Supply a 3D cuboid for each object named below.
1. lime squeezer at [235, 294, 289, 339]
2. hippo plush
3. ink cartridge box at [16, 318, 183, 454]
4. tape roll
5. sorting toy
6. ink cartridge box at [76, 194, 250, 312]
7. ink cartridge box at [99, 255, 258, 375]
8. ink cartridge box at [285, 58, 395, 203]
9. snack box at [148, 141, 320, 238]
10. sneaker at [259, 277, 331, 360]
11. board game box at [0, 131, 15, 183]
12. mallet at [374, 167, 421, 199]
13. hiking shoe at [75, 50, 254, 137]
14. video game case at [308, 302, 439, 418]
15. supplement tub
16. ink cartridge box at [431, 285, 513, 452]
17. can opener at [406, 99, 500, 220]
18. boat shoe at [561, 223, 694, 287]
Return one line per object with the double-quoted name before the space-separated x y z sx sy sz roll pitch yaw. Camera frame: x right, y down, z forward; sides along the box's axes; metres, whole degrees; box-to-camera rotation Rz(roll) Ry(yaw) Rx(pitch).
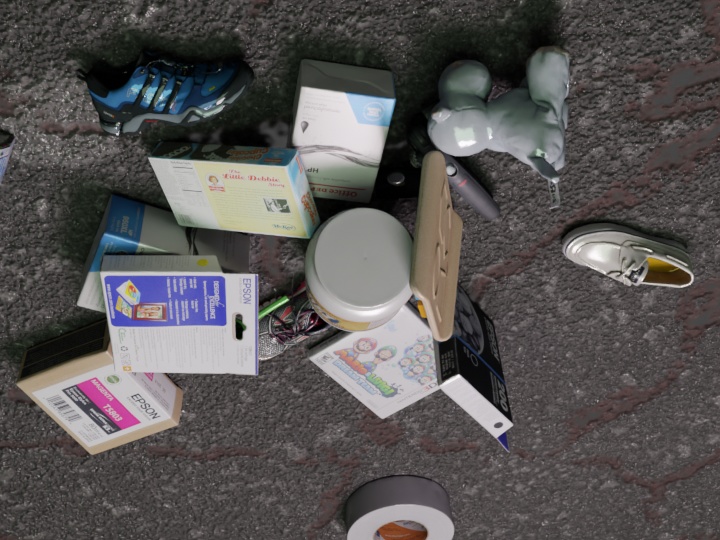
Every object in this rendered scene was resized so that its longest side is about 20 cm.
"lime squeezer" -0.181 0.094 1.357 0.071 0.038 0.200 -1 153 -44
"hippo plush" 0.164 -0.171 1.122 0.161 0.200 0.159 4 163 13
"ink cartridge box" -0.397 0.182 1.438 0.165 0.075 0.200 -20 130 14
"tape roll" 0.072 0.468 1.747 0.200 0.066 0.200 -2 133 -2
"sorting toy" 0.090 -0.025 1.158 0.036 0.185 0.200 2 161 15
"ink cartridge box" -0.266 0.000 1.277 0.200 0.084 0.145 16 130 -20
"ink cartridge box" -0.237 0.062 1.252 0.200 0.047 0.198 0 133 -7
"ink cartridge box" -0.033 -0.155 1.170 0.116 0.067 0.200 6 132 -10
"snack box" -0.158 -0.102 1.174 0.200 0.037 0.116 7 137 23
"sneaker" -0.095 0.072 1.366 0.081 0.075 0.200 33 122 -30
"board game box" -0.538 -0.144 1.137 0.200 0.062 0.200 18 129 -20
"mallet" 0.036 -0.110 1.155 0.066 0.200 0.041 -3 93 11
"hiking shoe" -0.225 -0.217 1.091 0.200 0.074 0.087 -14 133 7
"video game case" 0.049 0.143 1.478 0.182 0.024 0.200 -31 127 21
"supplement tub" 0.000 0.000 1.208 0.145 0.145 0.200 -2 171 -3
"ink cartridge box" 0.171 0.134 1.365 0.043 0.198 0.200 -27 130 22
"can opener" 0.125 -0.130 1.210 0.079 0.063 0.200 -29 128 19
"boat shoe" 0.386 -0.013 1.336 0.200 0.070 0.071 11 130 -16
